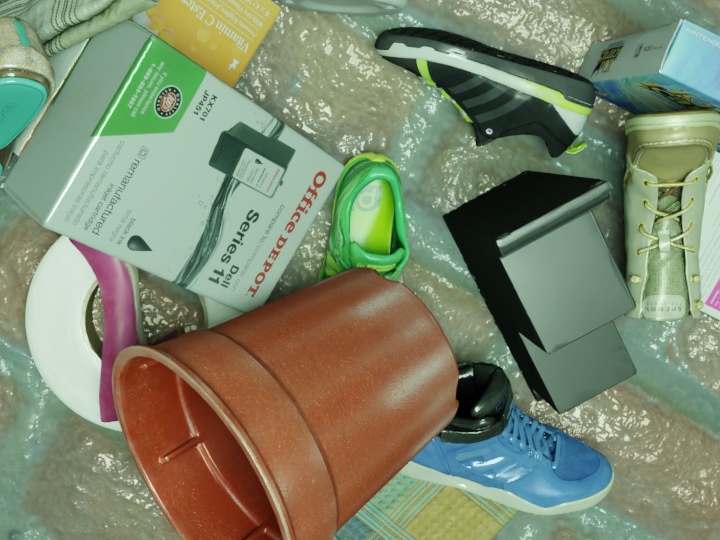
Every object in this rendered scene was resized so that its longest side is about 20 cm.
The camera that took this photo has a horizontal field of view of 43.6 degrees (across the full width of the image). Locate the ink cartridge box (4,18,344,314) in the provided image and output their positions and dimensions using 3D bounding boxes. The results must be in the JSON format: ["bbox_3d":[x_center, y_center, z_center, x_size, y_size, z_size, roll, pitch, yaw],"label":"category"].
[{"bbox_3d":[-0.128,-0.069,0.662,0.200,0.083,0.147,28,93,-46],"label":"ink cartridge box"}]

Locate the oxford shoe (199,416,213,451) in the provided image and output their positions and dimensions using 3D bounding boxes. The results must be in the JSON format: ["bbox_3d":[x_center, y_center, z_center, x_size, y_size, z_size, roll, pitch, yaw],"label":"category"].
[{"bbox_3d":[-0.136,0.193,0.789,0.075,0.070,0.200,-1,117,15],"label":"oxford shoe"}]

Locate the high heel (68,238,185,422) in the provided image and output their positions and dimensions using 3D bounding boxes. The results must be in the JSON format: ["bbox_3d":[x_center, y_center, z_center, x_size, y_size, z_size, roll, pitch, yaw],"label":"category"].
[{"bbox_3d":[-0.216,0.024,0.726,0.096,0.067,0.200,-30,106,-2],"label":"high heel"}]

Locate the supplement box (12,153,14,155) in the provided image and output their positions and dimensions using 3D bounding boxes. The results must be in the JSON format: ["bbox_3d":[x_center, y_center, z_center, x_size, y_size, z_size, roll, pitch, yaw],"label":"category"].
[{"bbox_3d":[-0.385,-0.057,0.685,0.103,0.131,0.200,38,95,34],"label":"supplement box"}]

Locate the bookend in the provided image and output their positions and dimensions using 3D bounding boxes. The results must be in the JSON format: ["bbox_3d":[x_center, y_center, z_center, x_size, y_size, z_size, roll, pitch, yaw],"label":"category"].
[{"bbox_3d":[0.167,0.029,0.734,0.092,0.200,0.199,-28,99,-1],"label":"bookend"}]

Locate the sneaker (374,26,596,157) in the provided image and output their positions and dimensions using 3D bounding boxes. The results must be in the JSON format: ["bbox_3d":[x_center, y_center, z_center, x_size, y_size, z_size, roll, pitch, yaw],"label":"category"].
[{"bbox_3d":[0.102,-0.146,0.766,0.200,0.072,0.083,18,113,0],"label":"sneaker"}]

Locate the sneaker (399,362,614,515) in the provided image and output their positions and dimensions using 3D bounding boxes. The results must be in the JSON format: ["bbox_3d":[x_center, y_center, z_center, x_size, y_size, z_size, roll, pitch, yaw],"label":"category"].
[{"bbox_3d":[0.126,0.137,0.762,0.199,0.077,0.111,13,132,4],"label":"sneaker"}]

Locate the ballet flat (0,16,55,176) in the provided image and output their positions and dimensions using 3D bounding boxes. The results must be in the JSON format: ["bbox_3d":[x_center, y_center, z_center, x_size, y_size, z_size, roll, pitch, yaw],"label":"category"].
[{"bbox_3d":[-0.268,-0.101,0.615,0.200,0.068,0.067,-32,65,34],"label":"ballet flat"}]

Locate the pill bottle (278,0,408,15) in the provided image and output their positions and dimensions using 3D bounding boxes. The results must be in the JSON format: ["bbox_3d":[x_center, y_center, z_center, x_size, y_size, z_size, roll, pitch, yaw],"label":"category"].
[{"bbox_3d":[-0.009,-0.311,0.711,0.111,0.111,0.201,4,97,-6],"label":"pill bottle"}]

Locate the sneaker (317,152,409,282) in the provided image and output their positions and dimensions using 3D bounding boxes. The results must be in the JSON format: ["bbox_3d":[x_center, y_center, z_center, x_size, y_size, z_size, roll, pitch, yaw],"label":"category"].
[{"bbox_3d":[0.000,0.000,0.770,0.074,0.084,0.201,1,99,-6],"label":"sneaker"}]

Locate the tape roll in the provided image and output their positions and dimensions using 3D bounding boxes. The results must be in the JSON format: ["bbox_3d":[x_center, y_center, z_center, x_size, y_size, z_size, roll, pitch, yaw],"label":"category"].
[{"bbox_3d":[-0.185,0.040,0.781,0.202,0.037,0.203,-1,98,-5],"label":"tape roll"}]

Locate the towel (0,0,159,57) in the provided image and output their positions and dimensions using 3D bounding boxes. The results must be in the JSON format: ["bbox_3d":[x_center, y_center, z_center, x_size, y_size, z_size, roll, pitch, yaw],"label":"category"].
[{"bbox_3d":[-0.203,-0.243,0.644,0.200,0.035,0.193,-10,62,34],"label":"towel"}]

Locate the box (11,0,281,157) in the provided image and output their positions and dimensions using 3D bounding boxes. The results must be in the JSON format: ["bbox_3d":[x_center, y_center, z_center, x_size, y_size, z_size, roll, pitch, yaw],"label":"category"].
[{"bbox_3d":[-0.177,-0.163,0.696,0.124,0.097,0.200,29,96,-46],"label":"box"}]

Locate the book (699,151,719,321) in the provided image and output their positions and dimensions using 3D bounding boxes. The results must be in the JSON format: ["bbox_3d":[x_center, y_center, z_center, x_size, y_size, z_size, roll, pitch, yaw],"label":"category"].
[{"bbox_3d":[0.369,-0.008,0.828,0.200,0.048,0.134,26,96,-7],"label":"book"}]

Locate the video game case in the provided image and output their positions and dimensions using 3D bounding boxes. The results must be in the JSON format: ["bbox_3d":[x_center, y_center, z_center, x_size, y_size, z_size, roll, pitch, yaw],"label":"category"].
[{"bbox_3d":[0.298,-0.133,0.733,0.200,0.181,0.046,22,95,-8],"label":"video game case"}]

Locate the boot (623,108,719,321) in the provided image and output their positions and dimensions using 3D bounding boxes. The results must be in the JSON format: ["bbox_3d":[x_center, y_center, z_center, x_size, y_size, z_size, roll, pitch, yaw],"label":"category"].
[{"bbox_3d":[0.242,-0.037,0.712,0.072,0.200,0.155,3,84,15],"label":"boot"}]

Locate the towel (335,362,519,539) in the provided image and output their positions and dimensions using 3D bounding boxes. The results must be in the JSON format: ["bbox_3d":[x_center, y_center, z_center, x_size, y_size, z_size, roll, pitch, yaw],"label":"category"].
[{"bbox_3d":[0.074,0.202,0.840,0.147,0.022,0.200,43,94,-9],"label":"towel"}]

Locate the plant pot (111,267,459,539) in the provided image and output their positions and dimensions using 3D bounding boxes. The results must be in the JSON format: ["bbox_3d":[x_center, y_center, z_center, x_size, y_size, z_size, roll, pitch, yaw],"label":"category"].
[{"bbox_3d":[-0.044,0.102,0.663,0.195,0.201,0.201,-30,102,-36],"label":"plant pot"}]
